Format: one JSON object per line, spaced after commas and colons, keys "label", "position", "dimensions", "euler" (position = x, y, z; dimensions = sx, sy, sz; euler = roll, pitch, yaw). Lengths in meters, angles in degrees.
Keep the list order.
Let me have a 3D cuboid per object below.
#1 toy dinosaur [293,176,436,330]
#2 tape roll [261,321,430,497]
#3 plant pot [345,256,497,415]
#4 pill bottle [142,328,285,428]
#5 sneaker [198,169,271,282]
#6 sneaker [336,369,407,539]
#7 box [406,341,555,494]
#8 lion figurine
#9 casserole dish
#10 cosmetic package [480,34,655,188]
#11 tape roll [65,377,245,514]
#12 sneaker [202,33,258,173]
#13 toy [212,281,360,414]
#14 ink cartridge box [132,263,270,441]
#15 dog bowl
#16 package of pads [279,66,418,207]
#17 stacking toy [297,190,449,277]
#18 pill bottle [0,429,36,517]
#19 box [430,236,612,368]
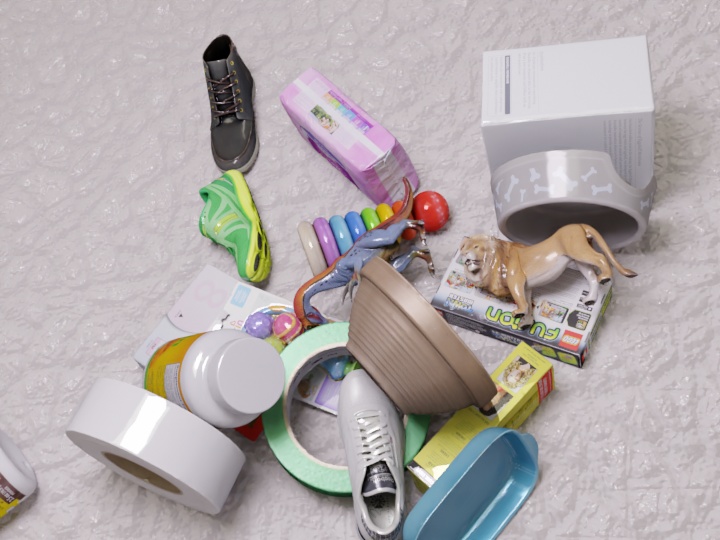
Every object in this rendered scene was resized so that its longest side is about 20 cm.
{"label": "toy dinosaur", "position": [0.000, 0.000, 1.278], "dimensions": [0.180, 0.105, 0.201], "euler": [-15, 41, 2]}
{"label": "tape roll", "position": [-0.017, 0.162, 1.209], "dimensions": [0.199, 0.048, 0.202], "euler": [0, 72, 1]}
{"label": "plant pot", "position": [0.048, 0.088, 1.112], "dimensions": [0.093, 0.201, 0.201], "euler": [-40, 58, -6]}
{"label": "pill bottle", "position": [-0.167, 0.125, 1.178], "dimensions": [0.200, 0.111, 0.112], "euler": [-15, 44, 57]}
{"label": "sneaker", "position": [-0.174, -0.052, 1.402], "dimensions": [0.083, 0.074, 0.201], "euler": [-21, 47, -1]}
{"label": "sneaker", "position": [0.017, 0.201, 1.129], "dimensions": [0.076, 0.081, 0.201], "euler": [-11, 69, -1]}
{"label": "box", "position": [0.140, 0.178, 1.176], "dimensions": [0.050, 0.075, 0.200], "euler": [37, 73, 28]}
{"label": "lion figurine", "position": [0.218, -0.010, 1.211], "dimensions": [0.199, 0.072, 0.123], "euler": [-19, 60, 20]}
{"label": "casserole dish", "position": [0.117, 0.252, 1.116], "dimensions": [0.200, 0.121, 0.039], "euler": [-47, 42, -15]}
{"label": "cosmetic package", "position": [0.260, -0.173, 1.279], "dimensions": [0.199, 0.200, 0.124], "euler": [-2, 58, 13]}
{"label": "tape roll", "position": [-0.236, 0.204, 1.185], "dimensions": [0.201, 0.203, 0.071], "euler": [16, 65, 23]}
{"label": "sneaker", "position": [-0.199, -0.241, 1.499], "dimensions": [0.074, 0.106, 0.201], "euler": [-11, 57, 8]}
{"label": "toy", "position": [-0.093, 0.089, 1.283], "dimensions": [0.199, 0.047, 0.116], "euler": [21, 68, 11]}
{"label": "ink cartridge box", "position": [-0.170, 0.101, 1.321], "dimensions": [0.199, 0.057, 0.163], "euler": [26, 69, 32]}
{"label": "dog bowl", "position": [0.253, -0.076, 1.230], "dimensions": [0.199, 0.200, 0.059], "euler": [0, 70, 15]}
{"label": "package of pads", "position": [-0.015, -0.178, 1.403], "dimensions": [0.076, 0.121, 0.200], "euler": [-43, 59, -6]}
{"label": "stacking toy", "position": [0.022, -0.054, 1.347], "dimensions": [0.199, 0.086, 0.086], "euler": [-20, 56, -2]}
{"label": "pill bottle", "position": [-0.508, 0.287, 1.261], "dimensions": [0.200, 0.109, 0.109], "euler": [-38, 58, -9]}
{"label": "box", "position": [0.197, 0.036, 1.269], "dimensions": [0.199, 0.035, 0.110], "euler": [19, 66, 24]}
